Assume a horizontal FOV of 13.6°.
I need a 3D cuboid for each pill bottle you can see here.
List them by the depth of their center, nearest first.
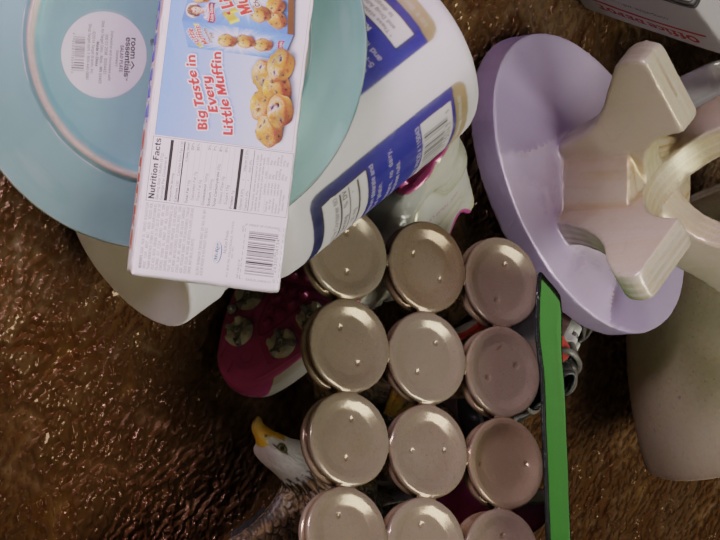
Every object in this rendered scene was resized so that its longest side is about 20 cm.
[{"bbox_3d":[-0.046,-0.065,1.532,0.200,0.119,0.120,-39,135,-27],"label":"pill bottle"}]

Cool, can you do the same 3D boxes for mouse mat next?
[{"bbox_3d":[0.107,0.106,1.658,0.161,0.007,0.201,37,50,-80],"label":"mouse mat"}]

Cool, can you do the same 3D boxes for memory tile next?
[{"bbox_3d":[0.032,0.072,1.597,0.153,0.017,0.201,9,74,-32],"label":"memory tile"}]

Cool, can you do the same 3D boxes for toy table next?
[{"bbox_3d":[0.161,-0.050,1.736,0.200,0.117,0.184,47,57,-32],"label":"toy table"}]

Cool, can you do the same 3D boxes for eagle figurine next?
[{"bbox_3d":[-0.030,0.138,1.645,0.151,0.152,0.201,31,63,-17],"label":"eagle figurine"}]

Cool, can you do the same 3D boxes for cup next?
[{"bbox_3d":[0.246,0.023,1.889,0.200,0.200,0.144,-31,104,-36],"label":"cup"}]

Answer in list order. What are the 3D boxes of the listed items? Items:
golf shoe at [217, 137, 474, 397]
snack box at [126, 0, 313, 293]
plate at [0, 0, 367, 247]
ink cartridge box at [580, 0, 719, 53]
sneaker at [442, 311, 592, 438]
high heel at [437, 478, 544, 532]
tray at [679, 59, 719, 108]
[{"bbox_3d":[0.000,0.000,1.662,0.200,0.075,0.092,-52,143,-16],"label":"golf shoe"},{"bbox_3d":[-0.062,-0.093,1.414,0.071,0.024,0.201,7,90,-9],"label":"snack box"},{"bbox_3d":[-0.092,-0.109,1.434,0.199,0.026,0.201,0,92,-11],"label":"plate"},{"bbox_3d":[0.162,-0.190,1.715,0.068,0.116,0.200,-59,141,-9],"label":"ink cartridge box"},{"bbox_3d":[0.109,0.050,1.804,0.200,0.082,0.077,-38,134,-31],"label":"sneaker"},{"bbox_3d":[0.057,0.161,1.742,0.067,0.200,0.096,21,84,-14],"label":"high heel"},{"bbox_3d":[0.264,-0.118,1.857,0.199,0.107,0.022,-11,83,-32],"label":"tray"}]
